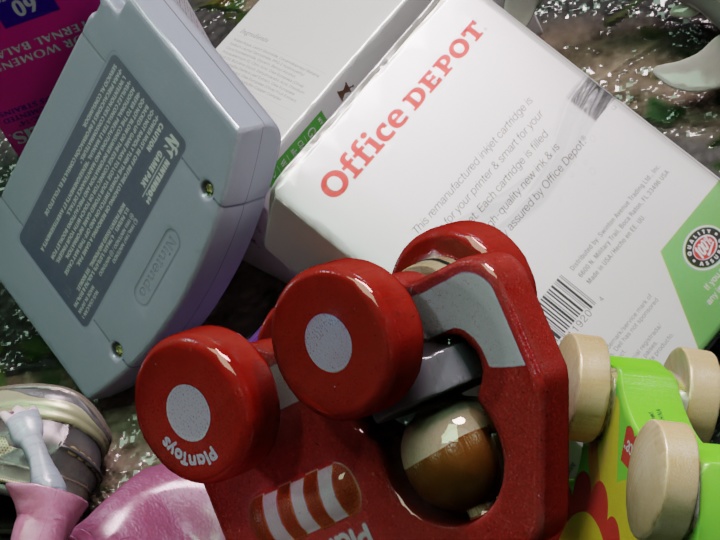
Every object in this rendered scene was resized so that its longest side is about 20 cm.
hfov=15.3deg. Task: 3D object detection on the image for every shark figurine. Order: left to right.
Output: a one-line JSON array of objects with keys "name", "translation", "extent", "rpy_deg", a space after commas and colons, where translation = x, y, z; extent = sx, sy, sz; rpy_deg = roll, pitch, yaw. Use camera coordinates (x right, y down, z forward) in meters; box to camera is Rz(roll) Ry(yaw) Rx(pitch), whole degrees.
[{"name": "shark figurine", "translation": [0.170, -0.149, 1.355], "extent": [0.214, 0.090, 0.128], "rpy_deg": [28, 63, 21]}]

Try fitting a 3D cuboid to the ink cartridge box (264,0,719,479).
[{"name": "ink cartridge box", "translation": [0.074, -0.014, 1.250], "extent": [0.200, 0.084, 0.146], "rpy_deg": [39, 72, 7]}]

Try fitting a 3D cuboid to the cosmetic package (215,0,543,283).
[{"name": "cosmetic package", "translation": [-0.006, -0.101, 1.400], "extent": [0.085, 0.108, 0.200], "rpy_deg": [28, 69, 37]}]

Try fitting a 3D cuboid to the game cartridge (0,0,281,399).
[{"name": "game cartridge", "translation": [-0.114, -0.035, 1.345], "extent": [0.042, 0.200, 0.133], "rpy_deg": [-20, 61, -46]}]

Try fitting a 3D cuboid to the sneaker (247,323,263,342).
[{"name": "sneaker", "translation": [0.000, 0.000, 1.330], "extent": [0.200, 0.089, 0.080], "rpy_deg": [-44, 51, -12]}]

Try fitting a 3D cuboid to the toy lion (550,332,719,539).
[{"name": "toy lion", "translation": [0.112, 0.134, 1.101], "extent": [0.069, 0.192, 0.200], "rpy_deg": [7, 12, -12]}]

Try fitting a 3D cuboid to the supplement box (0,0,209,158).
[{"name": "supplement box", "translation": [-0.148, -0.124, 1.416], "extent": [0.101, 0.200, 0.103], "rpy_deg": [-19, 50, 9]}]

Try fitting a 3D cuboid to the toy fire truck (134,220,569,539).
[{"name": "toy fire truck", "translation": [0.011, 0.080, 1.141], "extent": [0.200, 0.112, 0.168], "rpy_deg": [-25, 86, 37]}]

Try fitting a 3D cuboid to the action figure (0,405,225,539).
[{"name": "action figure", "translation": [-0.133, 0.150, 1.224], "extent": [0.149, 0.134, 0.200], "rpy_deg": [45, 38, 22]}]

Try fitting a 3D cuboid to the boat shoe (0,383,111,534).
[{"name": "boat shoe", "translation": [-0.224, 0.107, 1.351], "extent": [0.200, 0.075, 0.073], "rpy_deg": [-10, 50, 18]}]
